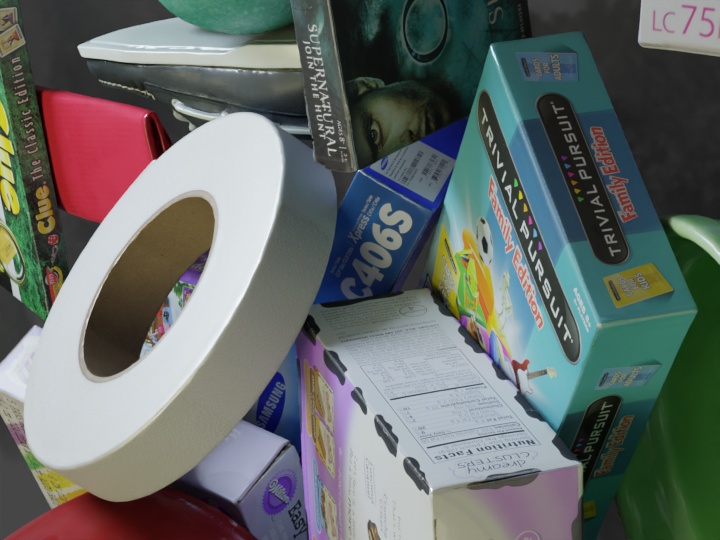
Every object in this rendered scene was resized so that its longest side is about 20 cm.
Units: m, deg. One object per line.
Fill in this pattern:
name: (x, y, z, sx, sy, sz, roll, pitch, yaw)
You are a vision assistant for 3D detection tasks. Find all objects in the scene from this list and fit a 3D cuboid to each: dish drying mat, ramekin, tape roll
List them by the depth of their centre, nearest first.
ramekin: (0.186, 0.068, 1.215, 0.200, 0.098, 0.200, 170, 90, -72)
tape roll: (-0.089, 0.016, 1.372, 0.037, 0.203, 0.203, 33, 147, -27)
dish drying mat: (-0.146, -0.061, 1.548, 0.200, 0.018, 0.077, 15, 122, 59)

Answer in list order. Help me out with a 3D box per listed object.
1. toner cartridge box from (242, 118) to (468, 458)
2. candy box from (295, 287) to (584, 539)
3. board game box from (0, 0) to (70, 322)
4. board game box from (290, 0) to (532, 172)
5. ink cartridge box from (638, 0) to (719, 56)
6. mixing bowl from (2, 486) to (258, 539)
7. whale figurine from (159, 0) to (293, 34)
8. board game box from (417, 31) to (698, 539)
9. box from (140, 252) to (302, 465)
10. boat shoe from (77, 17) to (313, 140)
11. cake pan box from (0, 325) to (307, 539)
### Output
toner cartridge box: (0.000, 0.000, 1.411, 0.043, 0.095, 0.200, 31, 133, 3)
candy box: (0.034, 0.125, 1.278, 0.200, 0.072, 0.168, -130, 34, -61)
board game box: (-0.207, -0.076, 1.609, 0.105, 0.023, 0.200, 29, 135, 50)
board game box: (0.018, -0.160, 1.282, 0.028, 0.135, 0.200, 10, 118, 42)
ink cartridge box: (0.212, -0.099, 1.082, 0.119, 0.200, 0.042, 12, 101, 41)
mixing bowl: (-0.101, 0.176, 1.400, 0.200, 0.108, 0.200, 29, 157, 14)
whale figurine: (-0.094, -0.193, 1.400, 0.200, 0.104, 0.159, 31, 131, 30)
board game box: (0.081, 0.016, 1.271, 0.200, 0.047, 0.151, 104, 152, -54)
box: (-0.082, 0.087, 1.587, 0.137, 0.039, 0.200, 16, 122, 38)
boat shoe: (-0.068, -0.095, 1.448, 0.200, 0.076, 0.060, 8, 116, 48)
cake pan box: (-0.094, 0.129, 1.507, 0.184, 0.052, 0.200, 21, 148, 31)
